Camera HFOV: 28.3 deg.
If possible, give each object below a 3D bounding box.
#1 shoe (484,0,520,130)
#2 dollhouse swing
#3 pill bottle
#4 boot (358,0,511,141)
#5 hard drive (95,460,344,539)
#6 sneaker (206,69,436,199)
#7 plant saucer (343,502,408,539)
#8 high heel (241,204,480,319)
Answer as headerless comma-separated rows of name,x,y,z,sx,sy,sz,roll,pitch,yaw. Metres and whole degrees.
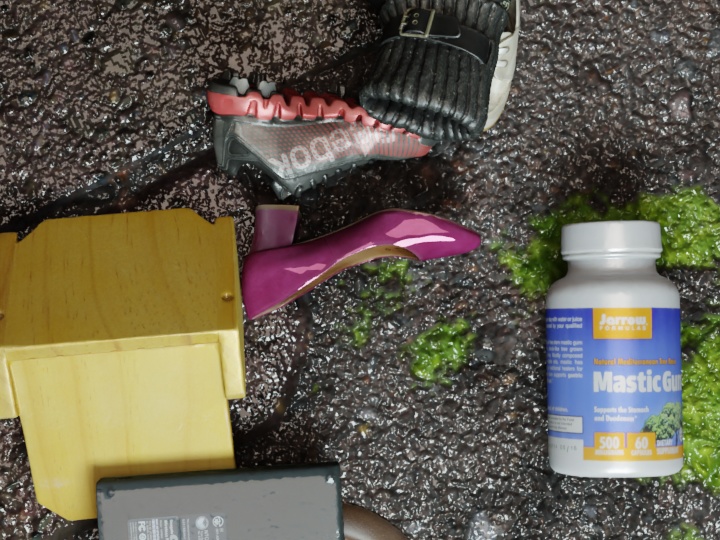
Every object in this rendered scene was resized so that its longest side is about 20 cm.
shoe,0.100,-0.219,1.208,0.069,0.053,0.203,4,87,-2
dollhouse swing,-0.193,0.079,1.194,0.197,0.177,0.183,-5,46,-2
pill bottle,0.207,0.063,1.170,0.110,0.112,0.203,-1,88,-2
boot,0.022,-0.198,1.158,0.209,0.079,0.160,15,80,26
hard drive,-0.109,0.233,1.156,0.197,0.033,0.142,-4,91,-2
sneaker,-0.034,-0.106,1.192,0.197,0.071,0.099,6,104,-12
plant saucer,-0.031,0.296,1.192,0.197,0.032,0.204,0,88,-3
high heel,0.000,0.000,1.187,0.197,0.067,0.098,2,77,13
